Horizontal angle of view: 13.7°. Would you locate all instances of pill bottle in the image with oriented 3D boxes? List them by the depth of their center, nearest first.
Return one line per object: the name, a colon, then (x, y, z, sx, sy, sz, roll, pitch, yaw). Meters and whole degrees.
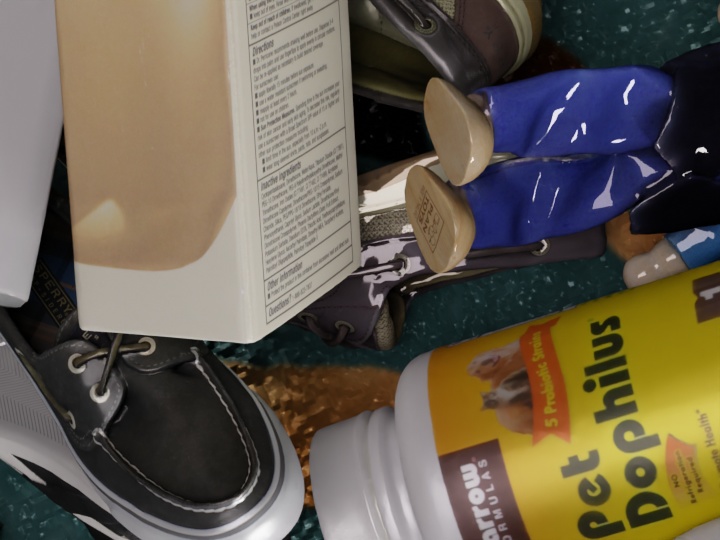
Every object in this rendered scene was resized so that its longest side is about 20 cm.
pill bottle: (0.087, 0.068, 1.127, 0.200, 0.109, 0.110, -18, 89, 13)

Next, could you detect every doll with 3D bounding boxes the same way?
doll: (0.117, -0.041, 1.106, 0.199, 0.049, 0.137, -7, 132, -22)

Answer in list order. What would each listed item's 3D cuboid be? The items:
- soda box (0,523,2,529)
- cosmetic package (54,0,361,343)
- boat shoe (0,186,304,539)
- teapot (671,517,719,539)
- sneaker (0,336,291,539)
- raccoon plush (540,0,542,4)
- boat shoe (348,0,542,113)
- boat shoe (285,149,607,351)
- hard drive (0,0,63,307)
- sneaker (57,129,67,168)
soda box: (-0.206, 0.133, 1.151, 0.063, 0.200, 0.071, 16, 96, 13)
cosmetic package: (-0.054, -0.085, 1.052, 0.071, 0.105, 0.201, 4, 106, 23)
boat shoe: (-0.094, 0.032, 1.105, 0.069, 0.057, 0.200, -39, 51, -8)
teapot: (0.165, 0.191, 1.064, 0.197, 0.146, 0.200, -32, 124, 23)
sneaker: (-0.109, 0.074, 1.194, 0.073, 0.112, 0.200, -42, 48, -17)
raccoon plush: (0.054, -0.179, 1.094, 0.097, 0.200, 0.134, -36, 83, -14)
boat shoe: (-0.032, -0.113, 1.127, 0.200, 0.066, 0.072, 22, 132, 18)
boat shoe: (0.000, 0.000, 1.165, 0.200, 0.072, 0.065, -21, 83, 7)
hard drive: (-0.167, -0.098, 1.096, 0.132, 0.026, 0.201, 14, 76, -17)
sneaker: (-0.104, -0.093, 1.197, 0.200, 0.085, 0.073, 48, 146, 20)
